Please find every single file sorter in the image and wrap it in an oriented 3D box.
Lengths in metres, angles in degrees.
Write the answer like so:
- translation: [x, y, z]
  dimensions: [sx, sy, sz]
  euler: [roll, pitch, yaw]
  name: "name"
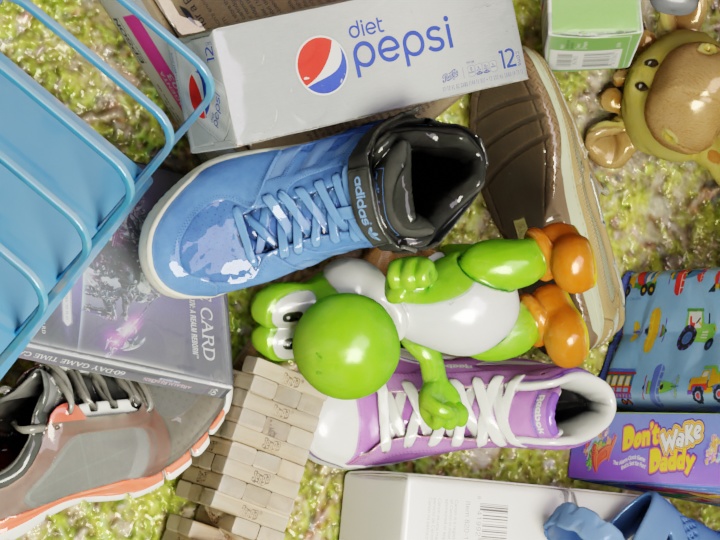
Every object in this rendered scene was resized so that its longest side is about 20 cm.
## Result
- translation: [-0.189, -0.056, 1.316]
  dimensions: [0.139, 0.123, 0.200]
  euler: [39, 48, -6]
  name: "file sorter"

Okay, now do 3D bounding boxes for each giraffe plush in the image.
- translation: [0.242, -0.100, 1.595]
  dimensions: [0.162, 0.200, 0.173]
  euler: [30, 68, -6]
  name: "giraffe plush"

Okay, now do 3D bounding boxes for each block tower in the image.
- translation: [-0.080, 0.152, 1.452]
  dimensions: [0.054, 0.058, 0.201]
  euler: [22, 83, -29]
  name: "block tower"

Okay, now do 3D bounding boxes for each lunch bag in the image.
- translation: [0.278, 0.072, 1.604]
  dimensions: [0.199, 0.150, 0.095]
  euler: [21, 78, -26]
  name: "lunch bag"

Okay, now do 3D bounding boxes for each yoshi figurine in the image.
- translation: [0.039, 0.033, 1.432]
  dimensions: [0.199, 0.112, 0.113]
  euler: [-7, 80, -12]
  name: "yoshi figurine"

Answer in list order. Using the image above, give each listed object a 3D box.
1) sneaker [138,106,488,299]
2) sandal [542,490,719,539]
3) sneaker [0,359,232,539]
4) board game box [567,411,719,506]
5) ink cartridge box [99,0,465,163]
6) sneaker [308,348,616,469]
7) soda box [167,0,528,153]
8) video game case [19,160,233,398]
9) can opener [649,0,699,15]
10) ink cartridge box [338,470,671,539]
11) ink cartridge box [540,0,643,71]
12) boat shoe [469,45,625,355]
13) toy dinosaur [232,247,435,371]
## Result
- translation: [-0.021, -0.038, 1.385]
  dimensions: [0.199, 0.111, 0.077]
  euler: [-19, 99, -27]
  name: "sneaker"
- translation: [0.183, 0.174, 1.498]
  dimensions: [0.199, 0.079, 0.088]
  euler: [-7, 88, -32]
  name: "sandal"
- translation: [-0.156, 0.084, 1.390]
  dimensions: [0.199, 0.077, 0.082]
  euler: [-29, 142, -26]
  name: "sneaker"
- translation: [0.241, 0.121, 1.554]
  dimensions: [0.134, 0.200, 0.045]
  euler: [12, 82, -28]
  name: "board game box"
- translation: [-0.046, -0.148, 1.477]
  dimensions: [0.165, 0.075, 0.201]
  euler: [-39, 107, -23]
  name: "ink cartridge box"
- translation: [0.062, 0.081, 1.507]
  dimensions: [0.199, 0.114, 0.073]
  euler: [-6, 92, -28]
  name: "sneaker"
- translation: [-0.006, -0.121, 1.420]
  dimensions: [0.199, 0.063, 0.069]
  euler: [-16, 96, -28]
  name: "soda box"
- translation: [-0.167, -0.010, 1.400]
  dimensions: [0.199, 0.019, 0.144]
  euler: [14, 52, -28]
  name: "video game case"
- translation: [0.192, -0.258, 1.603]
  dimensions: [0.066, 0.053, 0.201]
  euler: [7, 60, 2]
  name: "can opener"
- translation: [0.088, 0.205, 1.532]
  dimensions: [0.199, 0.083, 0.148]
  euler: [8, 84, -29]
  name: "ink cartridge box"
- translation: [0.141, -0.233, 1.555]
  dimensions: [0.059, 0.104, 0.202]
  euler: [-1, 83, 2]
  name: "ink cartridge box"
- translation: [0.124, -0.048, 1.580]
  dimensions: [0.076, 0.071, 0.201]
  euler: [-20, 102, -44]
  name: "boat shoe"
- translation: [0.000, 0.000, 1.506]
  dimensions: [0.199, 0.060, 0.107]
  euler: [-14, 96, -28]
  name: "toy dinosaur"
